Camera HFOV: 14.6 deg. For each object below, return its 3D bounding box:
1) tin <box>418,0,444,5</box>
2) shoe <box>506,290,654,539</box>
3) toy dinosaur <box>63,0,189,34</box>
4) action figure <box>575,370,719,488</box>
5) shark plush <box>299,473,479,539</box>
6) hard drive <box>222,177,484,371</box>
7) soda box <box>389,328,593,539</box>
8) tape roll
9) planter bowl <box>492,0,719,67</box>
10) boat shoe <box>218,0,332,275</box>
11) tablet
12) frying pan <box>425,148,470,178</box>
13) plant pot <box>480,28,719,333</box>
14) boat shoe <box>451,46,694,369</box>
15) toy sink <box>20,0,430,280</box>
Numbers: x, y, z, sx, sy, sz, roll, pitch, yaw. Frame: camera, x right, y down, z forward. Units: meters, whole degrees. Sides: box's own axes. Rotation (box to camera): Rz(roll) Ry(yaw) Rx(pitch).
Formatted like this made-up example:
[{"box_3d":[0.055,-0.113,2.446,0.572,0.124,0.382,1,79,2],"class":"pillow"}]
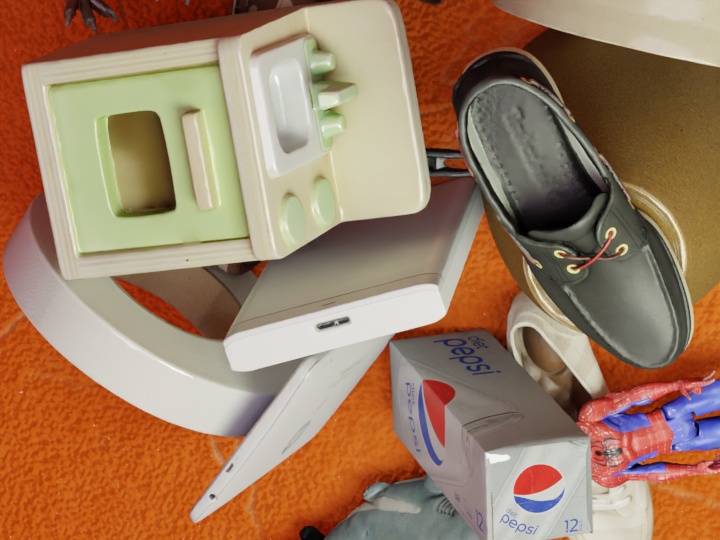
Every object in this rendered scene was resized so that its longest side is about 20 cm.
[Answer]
[{"box_3d":[-0.016,-0.236,1.656,0.200,0.112,0.042,42,85,-7],"class":"tin"},{"box_3d":[0.134,0.107,1.781,0.070,0.053,0.201,-17,106,15],"class":"shoe"},{"box_3d":[-0.127,-0.221,1.651,0.200,0.105,0.182,34,134,-1],"class":"toy dinosaur"},{"box_3d":[0.204,0.093,1.737,0.199,0.052,0.066,-16,108,-3],"class":"action figure"},{"box_3d":[0.019,0.169,1.799,0.199,0.083,0.091,-6,124,14],"class":"shark plush"},{"box_3d":[0.000,0.000,1.688,0.131,0.200,0.027,-15,106,14],"class":"hard drive"},{"box_3d":[0.076,0.099,1.707,0.068,0.200,0.064,-7,110,-14],"class":"soda box"},{"box_3d":[-0.124,0.023,1.718,0.202,0.203,0.037,33,112,-3],"class":"tape roll"},{"box_3d":[0.184,-0.196,1.585,0.199,0.200,0.135,12,101,5],"class":"planter bowl"},{"box_3d":[-0.068,-0.099,1.743,0.075,0.075,0.203,27,113,23],"class":"boat shoe"},{"box_3d":[-0.032,0.083,1.724,0.014,0.200,0.130,40,111,8],"class":"tablet"},{"box_3d":[-0.029,-0.052,1.685,0.189,0.031,0.115,26,113,12],"class":"frying pan"},{"box_3d":[0.152,-0.039,1.650,0.185,0.200,0.187,3,110,7],"class":"plant pot"},{"box_3d":[0.114,-0.025,1.522,0.073,0.063,0.202,-29,104,15],"class":"boat shoe"},{"box_3d":[-0.077,-0.076,1.615,0.199,0.112,0.131,-5,102,23],"class":"toy sink"}]
